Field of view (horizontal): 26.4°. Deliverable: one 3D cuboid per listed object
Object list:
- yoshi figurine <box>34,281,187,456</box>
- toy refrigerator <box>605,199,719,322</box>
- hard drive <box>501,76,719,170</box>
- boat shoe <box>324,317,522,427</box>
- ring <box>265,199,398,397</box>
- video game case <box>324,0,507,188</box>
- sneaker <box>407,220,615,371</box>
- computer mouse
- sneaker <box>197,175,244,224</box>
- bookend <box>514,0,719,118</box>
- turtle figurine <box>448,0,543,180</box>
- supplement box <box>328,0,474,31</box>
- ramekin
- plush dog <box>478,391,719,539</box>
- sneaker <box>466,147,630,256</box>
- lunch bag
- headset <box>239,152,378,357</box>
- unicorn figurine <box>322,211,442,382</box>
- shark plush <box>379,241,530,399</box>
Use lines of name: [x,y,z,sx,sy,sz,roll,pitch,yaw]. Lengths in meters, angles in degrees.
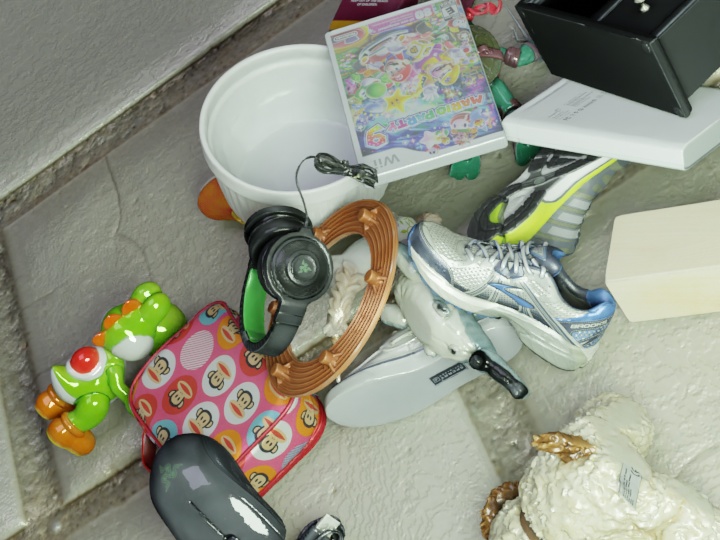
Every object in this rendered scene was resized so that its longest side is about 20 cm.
yoshi figurine: [-0.254,0.102,1.647,0.200,0.112,0.112,-50,3,15]
toy refrigerator: [0.319,-0.012,1.315,0.200,0.070,0.076,-9,49,30]
hard drive: [0.251,-0.144,1.439,0.200,0.027,0.132,14,37,41]
boat shoe: [0.054,0.080,1.439,0.200,0.072,0.066,-30,43,14]
ring: [-0.033,0.022,1.420,0.200,0.019,0.201,-40,36,37]
video game case: [0.051,-0.179,1.500,0.143,0.018,0.200,-16,54,3]
sneaker: [0.137,0.001,1.348,0.085,0.200,0.077,-55,9,36]
computer mouse: [-0.123,0.228,1.410,0.200,0.053,0.139,41,99,18]
sneaker: [-0.100,-0.069,1.648,0.200,0.073,0.077,-1,56,35]
bookend: [0.289,-0.262,1.449,0.199,0.092,0.200,-43,36,-11]
turtle figurine: [0.118,-0.193,1.566,0.149,0.101,0.200,-24,55,20]
supplement box: [0.061,-0.311,1.672,0.085,0.110,0.200,9,66,38]
ramekin: [-0.059,-0.124,1.559,0.200,0.105,0.201,-2,54,3]
plush dog: [0.169,0.206,1.235,0.172,0.160,0.200,-60,38,24]
sneaker: [0.186,-0.062,1.443,0.200,0.081,0.074,-38,36,-19]
lunch bag: [-0.144,0.144,1.527,0.176,0.082,0.200,-45,46,1]
headset: [-0.054,-0.014,1.418,0.124,0.094,0.200,-123,48,-60]
unicorn figurine: [0.000,0.000,1.493,0.200,0.074,0.137,-47,18,-9]
shark plush: [0.092,0.034,1.372,0.083,0.091,0.200,-13,33,-27]
